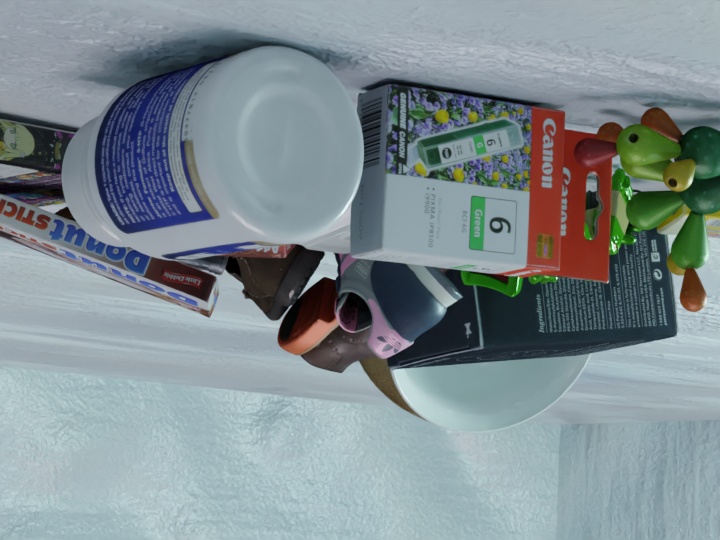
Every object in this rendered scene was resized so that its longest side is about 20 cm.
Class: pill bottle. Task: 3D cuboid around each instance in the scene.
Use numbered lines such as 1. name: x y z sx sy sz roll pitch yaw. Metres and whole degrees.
1. pill bottle: -0.101 -0.068 1.383 0.119 0.120 0.200 9 171 -36

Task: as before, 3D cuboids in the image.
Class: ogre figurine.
1. ogre figurine: 0.128 -0.027 1.646 0.120 0.098 0.200 3 -146 26

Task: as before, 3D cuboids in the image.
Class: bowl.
1. bowl: 0.108 0.039 2.000 0.200 0.202 0.090 6 -155 -22

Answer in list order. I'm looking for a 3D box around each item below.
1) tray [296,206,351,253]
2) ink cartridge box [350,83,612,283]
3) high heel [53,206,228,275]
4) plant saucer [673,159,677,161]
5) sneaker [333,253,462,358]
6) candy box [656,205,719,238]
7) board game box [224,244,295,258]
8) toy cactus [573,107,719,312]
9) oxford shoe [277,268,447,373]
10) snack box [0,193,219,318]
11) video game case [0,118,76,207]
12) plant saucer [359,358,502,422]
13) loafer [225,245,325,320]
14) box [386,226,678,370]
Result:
1. tray: 0.040 -0.050 1.568 0.199 0.022 0.107 -22 167 24
2. ink cartridge box: 0.093 -0.054 1.449 0.199 0.109 0.050 6 172 -26
3. high heel: -0.200 -0.042 1.803 0.142 0.072 0.200 13 -175 -22
4. plant saucer: 0.325 -0.065 1.583 0.199 0.032 0.200 4 172 1
5. sneaker: 0.000 0.000 1.672 0.070 0.082 0.200 43 180 -29
6. candy box: 0.346 -0.040 1.767 0.199 0.027 0.102 4 175 -4
7. board game box: -0.090 -0.040 1.709 0.103 0.020 0.200 1 -168 8
8. toy cactus: 0.246 -0.056 1.454 0.165 0.103 0.200 -21 139 29
9. oxford shoe: 0.021 0.021 1.777 0.072 0.071 0.200 35 136 -23
10. snack box: -0.203 -0.015 1.664 0.199 0.024 0.072 21 169 1
11. video game case: -0.280 -0.080 1.669 0.181 0.036 0.200 9 170 -41
12. plant saucer: 0.090 0.058 2.102 0.199 0.201 0.035 5 141 -16
13. loafer: -0.074 -0.010 1.812 0.071 0.073 0.200 33 170 -3
14. box: 0.136 0.017 1.825 0.199 0.108 0.148 -3 173 -31
